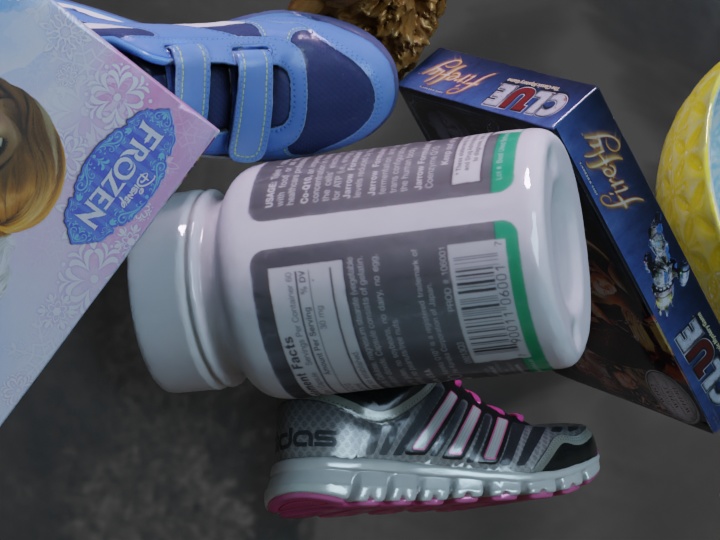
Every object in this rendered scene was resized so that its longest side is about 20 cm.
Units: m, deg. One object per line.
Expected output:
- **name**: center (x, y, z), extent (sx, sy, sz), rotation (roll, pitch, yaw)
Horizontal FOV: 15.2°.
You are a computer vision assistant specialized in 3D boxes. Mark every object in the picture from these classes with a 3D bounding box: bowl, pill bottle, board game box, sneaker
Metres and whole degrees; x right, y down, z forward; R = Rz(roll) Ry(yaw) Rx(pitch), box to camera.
- **bowl**: center (0.231, -0.025, 1.520), extent (0.200, 0.108, 0.201), rotation (14, 66, -34)
- **pill bottle**: center (0.000, 0.000, 1.257), extent (0.113, 0.199, 0.113), rotation (-6, 90, -75)
- **board game box**: center (0.109, -0.016, 1.367), extent (0.035, 0.135, 0.200), rotation (-41, 120, -18)
- **sneaker**: center (-0.080, -0.082, 1.261), extent (0.199, 0.082, 0.074), rotation (2, 108, -5)
- **sneaker**: center (0.038, 0.076, 1.353), extent (0.199, 0.074, 0.088), rotation (1, 80, -33)
- **board game box**: center (-0.197, -0.042, 1.167), extent (0.199, 0.041, 0.200), rotation (37, 87, -22)

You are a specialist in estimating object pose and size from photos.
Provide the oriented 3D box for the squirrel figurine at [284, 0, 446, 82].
- **squirrel figurine**: center (0.004, -0.184, 1.356), extent (0.187, 0.141, 0.200), rotation (-105, 169, -49)
